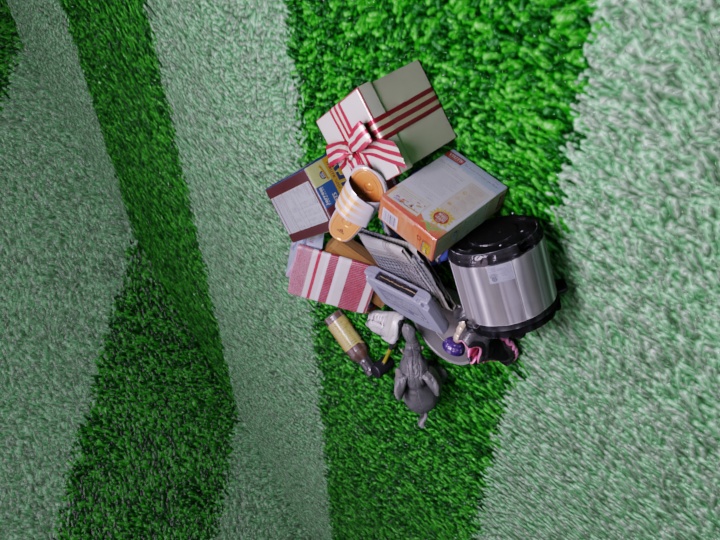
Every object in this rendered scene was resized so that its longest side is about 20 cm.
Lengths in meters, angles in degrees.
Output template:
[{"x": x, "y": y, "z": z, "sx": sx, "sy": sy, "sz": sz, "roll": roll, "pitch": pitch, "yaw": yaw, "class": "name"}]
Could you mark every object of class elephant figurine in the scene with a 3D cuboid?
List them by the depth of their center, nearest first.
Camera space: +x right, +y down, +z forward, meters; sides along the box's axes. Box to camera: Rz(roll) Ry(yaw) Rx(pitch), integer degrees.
[{"x": 0.128, "y": 0.248, "z": 1.508, "sx": 0.155, "sy": 0.141, "sz": 0.201, "roll": 42, "pitch": 171, "yaw": 26, "class": "elephant figurine"}]

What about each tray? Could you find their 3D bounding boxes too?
[{"x": 0.000, "y": 0.000, "z": 1.498, "sx": 0.198, "sy": 0.037, "sz": 0.099, "roll": 33, "pitch": 129, "yaw": -17, "class": "tray"}]

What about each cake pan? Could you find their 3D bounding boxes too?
[{"x": 0.194, "y": 0.116, "z": 1.441, "sx": 0.199, "sy": 0.036, "sz": 0.203, "roll": 36, "pitch": 144, "yaw": 32, "class": "cake pan"}]

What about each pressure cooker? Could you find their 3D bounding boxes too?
[{"x": 0.253, "y": 0.025, "z": 1.132, "sx": 0.174, "sy": 0.177, "sz": 0.203, "roll": 5, "pitch": 122, "yaw": 50, "class": "pressure cooker"}]

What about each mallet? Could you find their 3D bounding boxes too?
[{"x": 0.085, "y": 0.205, "z": 1.694, "sx": 0.041, "sy": 0.065, "sz": 0.202, "roll": 42, "pitch": 132, "yaw": 20, "class": "mallet"}]

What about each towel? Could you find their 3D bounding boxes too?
[{"x": 0.094, "y": 0.002, "z": 1.354, "sx": 0.198, "sy": 0.035, "sz": 0.194, "roll": 20, "pitch": 151, "yaw": 51, "class": "towel"}, {"x": -0.064, "y": 0.020, "z": 1.492, "sx": 0.196, "sy": 0.023, "sz": 0.146, "roll": 16, "pitch": 129, "yaw": -4, "class": "towel"}]

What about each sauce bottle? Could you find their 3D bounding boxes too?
[{"x": -0.023, "y": 0.207, "z": 1.818, "sx": 0.202, "sy": 0.064, "sz": 0.065, "roll": 55, "pitch": 150, "yaw": 4, "class": "sauce bottle"}]

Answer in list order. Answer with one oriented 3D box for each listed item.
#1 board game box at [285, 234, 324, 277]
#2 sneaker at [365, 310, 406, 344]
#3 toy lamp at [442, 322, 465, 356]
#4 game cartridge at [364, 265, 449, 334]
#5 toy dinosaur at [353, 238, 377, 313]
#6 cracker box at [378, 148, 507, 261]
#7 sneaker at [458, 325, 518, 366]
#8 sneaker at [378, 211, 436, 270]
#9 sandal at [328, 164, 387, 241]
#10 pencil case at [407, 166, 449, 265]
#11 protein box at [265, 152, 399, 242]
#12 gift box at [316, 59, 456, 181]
[{"x": -0.128, "y": -0.108, "z": 1.578, "sx": 0.042, "sy": 0.203, "sz": 0.200, "roll": 14, "pitch": 155, "yaw": -16, "class": "board game box"}, {"x": 0.058, "y": 0.130, "z": 1.553, "sx": 0.080, "sy": 0.076, "sz": 0.200, "roll": 27, "pitch": 167, "yaw": -4, "class": "sneaker"}, {"x": 0.222, "y": 0.080, "z": 1.308, "sx": 0.058, "sy": 0.058, "sz": 0.203, "roll": 37, "pitch": 127, "yaw": 29, "class": "toy lamp"}, {"x": 0.103, "y": 0.066, "z": 1.404, "sx": 0.198, "sy": 0.041, "sz": 0.134, "roll": 27, "pitch": 158, "yaw": 43, "class": "game cartridge"}, {"x": 0.013, "y": 0.024, "z": 1.577, "sx": 0.198, "sy": 0.106, "sz": 0.182, "roll": -11, "pitch": 125, "yaw": 48, "class": "toy dinosaur"}, {"x": 0.146, "y": -0.120, "z": 1.132, "sx": 0.134, "sy": 0.199, "sz": 0.058, "roll": 40, "pitch": 148, "yaw": 25, "class": "cracker box"}, {"x": 0.250, "y": 0.153, "z": 1.286, "sx": 0.079, "sy": 0.096, "sz": 0.200, "roll": 31, "pitch": 170, "yaw": 43, "class": "sneaker"}, {"x": 0.086, "y": -0.065, "z": 1.386, "sx": 0.077, "sy": 0.075, "sz": 0.202, "roll": 0, "pitch": 123, "yaw": 59, "class": "sneaker"}, {"x": -0.013, "y": -0.103, "z": 1.179, "sx": 0.078, "sy": 0.060, "sz": 0.208, "roll": 31, "pitch": 140, "yaw": -1, "class": "sandal"}, {"x": 0.137, "y": -0.102, "z": 1.280, "sx": 0.087, "sy": 0.076, "sz": 0.203, "roll": -114, "pitch": 12, "yaw": -54, "class": "pencil case"}, {"x": -0.062, "y": -0.179, "z": 1.384, "sx": 0.199, "sy": 0.197, "sz": 0.137, "roll": -10, "pitch": 112, "yaw": 57, "class": "protein box"}, {"x": 0.049, "y": -0.243, "z": 1.175, "sx": 0.203, "sy": 0.185, "sz": 0.184, "roll": 59, "pitch": 150, "yaw": -3, "class": "gift box"}]
